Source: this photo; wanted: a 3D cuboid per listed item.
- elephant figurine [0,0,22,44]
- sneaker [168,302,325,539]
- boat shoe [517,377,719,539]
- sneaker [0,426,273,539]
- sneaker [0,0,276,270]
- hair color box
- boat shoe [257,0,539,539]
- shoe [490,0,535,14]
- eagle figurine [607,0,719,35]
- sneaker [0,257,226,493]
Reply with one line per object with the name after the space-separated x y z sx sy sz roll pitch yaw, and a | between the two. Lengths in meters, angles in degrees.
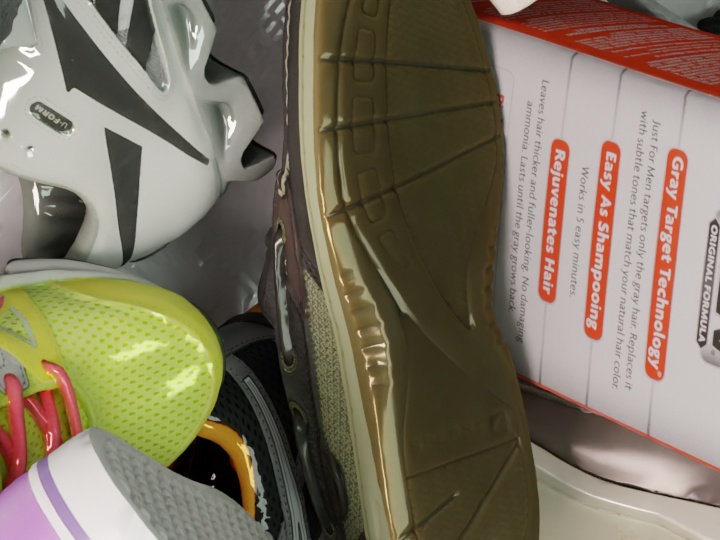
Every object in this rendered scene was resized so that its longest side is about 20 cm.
-0.185 -0.087 0.614 0.200 0.141 0.155 47 46 -23 | elephant figurine
-0.041 0.110 0.817 0.077 0.078 0.201 -14 105 -55 | sneaker
0.074 0.058 0.840 0.072 0.199 0.060 84 28 -53 | boat shoe
-0.066 0.113 0.707 0.114 0.073 0.200 -42 147 3 | sneaker
-0.095 -0.074 0.714 0.088 0.074 0.200 -41 128 -18 | sneaker
0.069 -0.020 0.780 0.061 0.200 0.102 -8 111 -36 | hair color box
0.001 0.000 0.764 0.072 0.066 0.202 -12 95 -41 | boat shoe
0.086 -0.142 0.817 0.200 0.070 0.054 -39 100 -35 | shoe
0.162 -0.034 0.893 0.199 0.152 0.151 -19 157 -15 | eagle figurine
-0.113 0.055 0.691 0.199 0.090 0.079 -20 110 -30 | sneaker
